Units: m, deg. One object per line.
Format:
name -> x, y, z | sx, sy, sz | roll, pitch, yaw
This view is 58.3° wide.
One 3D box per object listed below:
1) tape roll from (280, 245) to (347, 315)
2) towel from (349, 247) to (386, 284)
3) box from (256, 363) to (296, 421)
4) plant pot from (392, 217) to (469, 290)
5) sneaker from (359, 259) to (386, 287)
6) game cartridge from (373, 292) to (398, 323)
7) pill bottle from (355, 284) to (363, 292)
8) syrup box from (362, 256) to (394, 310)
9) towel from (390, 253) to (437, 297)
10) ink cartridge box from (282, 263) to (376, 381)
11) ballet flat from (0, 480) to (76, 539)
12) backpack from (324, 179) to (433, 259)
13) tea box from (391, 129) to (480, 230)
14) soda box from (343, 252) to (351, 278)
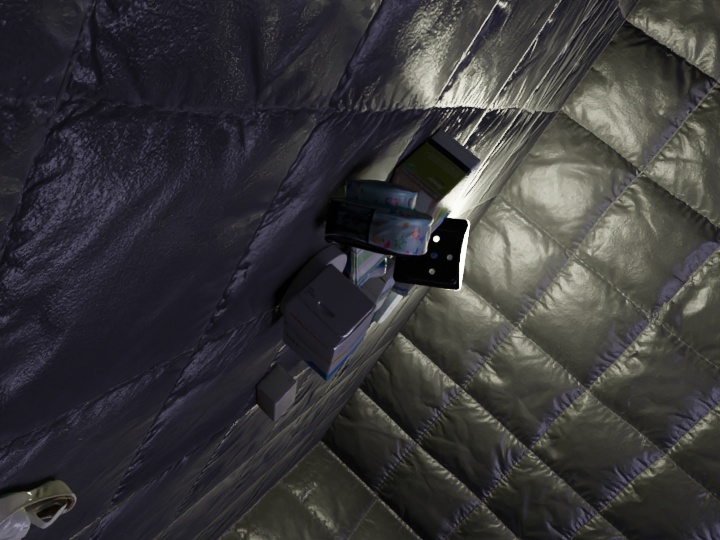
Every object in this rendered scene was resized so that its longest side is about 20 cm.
tape roll -> -0.108, 0.032, 1.499 | 0.203, 0.037, 0.203 | -49, 168, -14
towel -> 0.022, -0.080, 1.558 | 0.149, 0.030, 0.203 | -43, 147, -38
box -> -0.243, 0.356, 1.865 | 0.095, 0.077, 0.201 | -44, 166, -26
plant pot -> 0.196, -0.047, 1.753 | 0.177, 0.196, 0.204 | -68, 166, -83
sneaker -> 0.000, 0.000, 1.767 | 0.199, 0.071, 0.074 | -26, 115, -48
game cartridge -> 0.126, 0.131, 2.664 | 0.201, 0.041, 0.133 | -52, 172, 3
pill bottle -> -0.070, 0.115, 1.686 | 0.112, 0.112, 0.201 | -40, 170, -39
syrup box -> 0.047, 0.050, 2.014 | 0.078, 0.081, 0.201 | -36, 161, -40
towel -> 0.148, -0.009, 2.083 | 0.201, 0.145, 0.024 | -50, 136, -21
ink cartridge box -> -0.073, 0.118, 1.440 | 0.145, 0.147, 0.201 | -44, 167, -26
ballet flat -> -0.500, 0.363, 0.962 | 0.070, 0.069, 0.200 | -51, 168, 7
backpack -> 0.048, -0.100, 1.300 | 0.177, 0.197, 0.153 | -11, 120, -69
tea box -> 0.165, -0.197, 1.590 | 0.196, 0.133, 0.201 | -43, 166, -30
soda box -> 0.031, -0.049, 1.701 | 0.200, 0.064, 0.068 | -45, 167, -29
